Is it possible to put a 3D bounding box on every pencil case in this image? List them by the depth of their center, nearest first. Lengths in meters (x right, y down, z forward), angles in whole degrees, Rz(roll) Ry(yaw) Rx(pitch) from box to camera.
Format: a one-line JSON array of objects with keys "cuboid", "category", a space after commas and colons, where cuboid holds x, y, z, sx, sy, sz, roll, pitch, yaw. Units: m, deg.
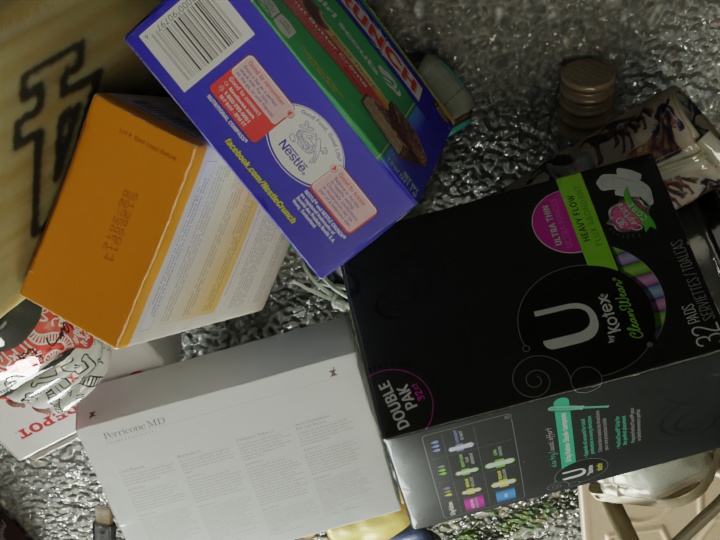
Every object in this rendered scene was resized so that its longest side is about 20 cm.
[{"cuboid": [0.151, -0.046, 0.945, 0.200, 0.089, 0.078, -29, 110, 24], "category": "pencil case"}]

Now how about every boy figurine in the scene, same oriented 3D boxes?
[{"cuboid": [-0.005, 0.189, 1.173, 0.124, 0.064, 0.200, -24, 124, 13], "category": "boy figurine"}]

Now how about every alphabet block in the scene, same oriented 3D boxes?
[{"cuboid": [-0.242, -0.105, 0.805, 0.195, 0.200, 0.197, 23, 127, 18], "category": "alphabet block"}]

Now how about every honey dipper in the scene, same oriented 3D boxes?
[{"cuboid": [0.155, -0.057, 1.020, 0.038, 0.038, 0.200, -4, 131, -2], "category": "honey dipper"}]

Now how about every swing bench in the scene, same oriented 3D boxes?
[{"cuboid": [0.169, 0.097, 1.038, 0.130, 0.200, 0.199, -41, 133, -6], "category": "swing bench"}]

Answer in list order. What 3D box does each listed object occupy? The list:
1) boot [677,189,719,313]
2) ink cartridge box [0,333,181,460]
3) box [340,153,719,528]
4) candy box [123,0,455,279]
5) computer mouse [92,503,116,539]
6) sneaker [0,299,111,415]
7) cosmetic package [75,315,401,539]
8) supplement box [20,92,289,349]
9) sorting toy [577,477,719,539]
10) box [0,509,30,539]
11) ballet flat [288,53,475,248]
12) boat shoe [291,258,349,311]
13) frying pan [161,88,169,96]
[{"cuboid": [0.331, -0.004, 1.044, 0.158, 0.079, 0.211, -25, 124, 14], "category": "boot"}, {"cuboid": [-0.241, 0.022, 1.014, 0.147, 0.083, 0.200, -27, 124, 15], "category": "ink cartridge box"}, {"cuboid": [0.101, 0.044, 0.860, 0.200, 0.149, 0.124, -15, 144, 2], "category": "box"}, {"cuboid": [-0.030, -0.108, 0.832, 0.077, 0.200, 0.169, -36, 100, 18], "category": "candy box"}, {"cuboid": [-0.143, 0.171, 1.143, 0.140, 0.046, 0.200, 0, 120, -18], "category": "computer mouse"}, {"cuboid": [-0.262, 0.072, 0.956, 0.201, 0.067, 0.108, -24, 140, 26], "category": "sneaker"}, {"cuboid": [-0.084, 0.129, 1.025, 0.200, 0.052, 0.151, -15, 125, 0], "category": "cosmetic package"}, {"cuboid": [-0.105, -0.035, 0.864, 0.073, 0.200, 0.126, 27, 103, 16], "category": "supplement box"}, {"cuboid": [0.280, 0.206, 1.230, 0.185, 0.036, 0.200, -9, 123, 2], "category": "sorting toy"}, {"cuboid": [-0.374, 0.260, 1.131, 0.164, 0.166, 0.200, -24, 125, 12], "category": "box"}, {"cuboid": [-0.013, -0.078, 0.982, 0.200, 0.067, 0.064, -34, 95, 19], "category": "ballet flat"}, {"cuboid": [0.000, 0.000, 0.966, 0.075, 0.200, 0.062, 29, 88, 11], "category": "boat shoe"}, {"cuboid": [-0.137, -0.046, 0.963, 0.115, 0.031, 0.190, 34, 92, -34], "category": "frying pan"}]
